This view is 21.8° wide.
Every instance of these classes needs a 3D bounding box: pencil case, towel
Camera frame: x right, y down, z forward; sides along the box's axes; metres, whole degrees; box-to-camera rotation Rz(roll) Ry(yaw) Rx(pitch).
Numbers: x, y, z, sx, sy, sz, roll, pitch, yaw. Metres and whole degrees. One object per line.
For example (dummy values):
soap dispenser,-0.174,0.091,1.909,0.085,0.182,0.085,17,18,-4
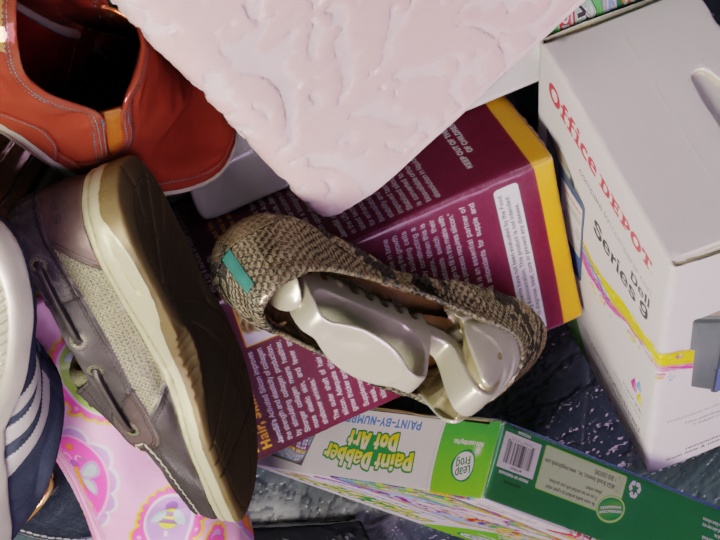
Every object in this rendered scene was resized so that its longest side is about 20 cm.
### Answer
pencil case,-0.123,0.073,0.912,0.087,0.087,0.201,-26,116,-4
towel,0.006,-0.134,0.791,0.191,0.032,0.200,-42,139,3

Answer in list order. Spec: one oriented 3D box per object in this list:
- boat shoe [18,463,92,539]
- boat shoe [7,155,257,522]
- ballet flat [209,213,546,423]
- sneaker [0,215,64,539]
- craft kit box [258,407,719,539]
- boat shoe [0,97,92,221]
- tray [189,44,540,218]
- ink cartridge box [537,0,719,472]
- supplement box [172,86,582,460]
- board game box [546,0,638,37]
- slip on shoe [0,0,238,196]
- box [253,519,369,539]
boat shoe,-0.185,0.109,0.936,0.071,0.091,0.200,-44,130,11
boat shoe,-0.098,0.035,0.833,0.066,0.072,0.201,-6,131,14
ballet flat,0.019,0.033,0.868,0.199,0.075,0.068,22,112,-35
sneaker,-0.161,0.038,0.796,0.075,0.085,0.201,23,132,9
craft kit box,0.073,0.119,1.004,0.199,0.197,0.049,24,79,-35
boat shoe,-0.204,-0.026,0.837,0.200,0.072,0.068,-46,131,12
tray,-0.003,-0.108,0.897,0.199,0.022,0.108,-23,124,-7
ink cartridge box,0.152,-0.016,0.927,0.087,0.146,0.200,-20,148,-10
supplement box,0.000,0.000,0.942,0.199,0.086,0.111,-23,131,-7
board game box,0.055,-0.192,0.838,0.134,0.029,0.201,-23,124,-10
slip on shoe,-0.108,-0.078,0.783,0.061,0.075,0.200,-7,163,30
box,-0.092,0.258,1.073,0.196,0.124,0.201,1,124,-23
